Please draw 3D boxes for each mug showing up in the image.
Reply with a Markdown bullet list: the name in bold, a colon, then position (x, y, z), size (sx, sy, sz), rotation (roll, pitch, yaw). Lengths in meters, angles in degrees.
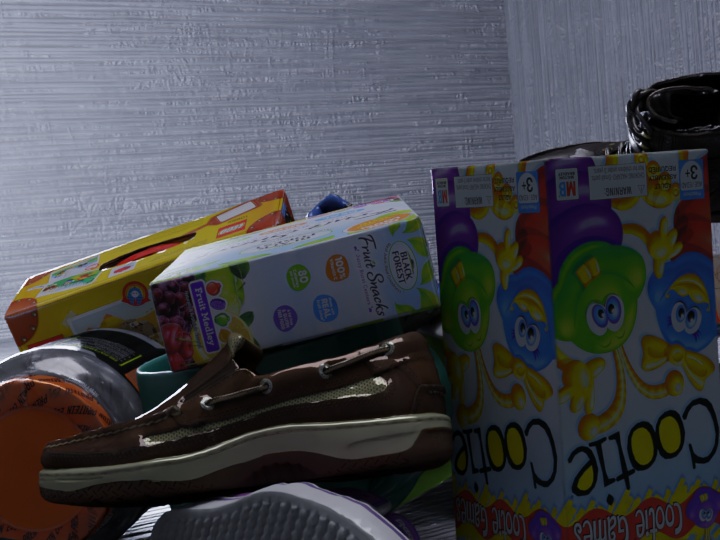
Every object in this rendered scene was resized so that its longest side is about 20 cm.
- **mug**: position (-0.036, 0.093, 0.838), size (0.150, 0.116, 0.185), rotation (-14, 5, -10)

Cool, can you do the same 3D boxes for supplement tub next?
- **supplement tub**: position (-0.171, 0.102, 0.927), size (0.121, 0.124, 0.200), rotation (-4, 1, 5)

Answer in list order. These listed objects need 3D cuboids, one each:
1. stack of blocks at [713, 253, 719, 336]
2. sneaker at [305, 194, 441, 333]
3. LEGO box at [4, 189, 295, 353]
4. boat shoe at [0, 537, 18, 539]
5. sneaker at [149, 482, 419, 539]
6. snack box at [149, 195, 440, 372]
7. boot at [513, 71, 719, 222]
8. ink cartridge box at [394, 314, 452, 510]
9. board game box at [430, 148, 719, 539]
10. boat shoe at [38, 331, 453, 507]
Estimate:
- **stack of blocks**: position (0.203, 0.056, 1.251), size (0.114, 0.059, 0.200), rotation (-5, -21, -30)
- **sneaker**: position (0.000, 0.000, 1.033), size (0.075, 0.079, 0.200), rotation (-36, 19, -7)
- **LEGO box**: position (-0.121, 0.052, 1.067), size (0.198, 0.150, 0.077), rotation (-19, 19, 7)
- **boat shoe**: position (-0.252, 0.145, 0.797), size (0.198, 0.061, 0.076), rotation (-4, 2, 20)
- **sneaker**: position (-0.004, 0.125, 0.690), size (0.113, 0.074, 0.200), rotation (-2, 0, -33)
- **snack box**: position (-0.034, 0.002, 0.857), size (0.141, 0.054, 0.200), rotation (-15, 6, 0)
- **boot**: position (0.172, -0.075, 0.935), size (0.198, 0.070, 0.174), rotation (-7, -15, 7)
- **ink cartridge box**: position (0.061, 0.068, 0.973), size (0.199, 0.076, 0.148), rotation (-31, 7, -8)
- **board game box**: position (0.109, 0.044, 0.775), size (0.102, 0.203, 0.105), rotation (-6, 3, -29)
- **boat shoe**: position (-0.057, 0.069, 0.740), size (0.200, 0.076, 0.075), rotation (-7, -12, 3)
